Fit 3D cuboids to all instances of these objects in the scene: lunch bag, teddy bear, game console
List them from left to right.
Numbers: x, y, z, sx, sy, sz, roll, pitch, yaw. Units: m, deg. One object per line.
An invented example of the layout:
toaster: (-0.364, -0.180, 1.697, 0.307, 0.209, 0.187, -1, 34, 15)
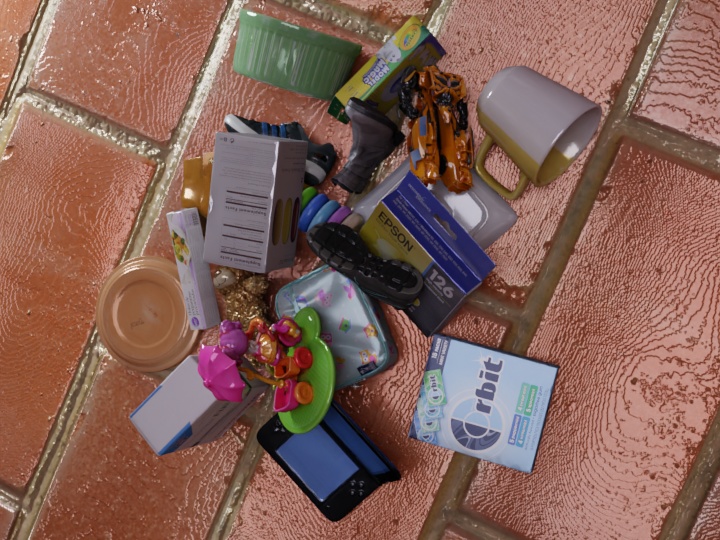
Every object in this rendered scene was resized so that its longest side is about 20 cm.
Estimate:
teddy bear: (-0.189, 0.064, 1.677, 0.067, 0.145, 0.201, -16, 89, -29)
game console: (-0.055, 0.290, 1.617, 0.171, 0.118, 0.200, -43, 88, 10)
lunch bag: (-0.042, 0.096, 1.653, 0.160, 0.077, 0.200, -24, 83, 13)

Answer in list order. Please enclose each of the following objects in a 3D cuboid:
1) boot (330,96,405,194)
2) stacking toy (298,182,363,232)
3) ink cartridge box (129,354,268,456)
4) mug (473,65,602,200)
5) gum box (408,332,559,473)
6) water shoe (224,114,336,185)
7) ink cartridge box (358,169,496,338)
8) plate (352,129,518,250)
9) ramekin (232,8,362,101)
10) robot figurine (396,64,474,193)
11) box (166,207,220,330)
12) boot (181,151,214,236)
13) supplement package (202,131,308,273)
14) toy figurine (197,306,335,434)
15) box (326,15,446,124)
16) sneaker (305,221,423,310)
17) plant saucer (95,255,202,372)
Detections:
boot: (-0.001, -0.182, 1.586, 0.070, 0.200, 0.132, 38, 94, 21)
stacking toy: (-0.096, -0.107, 1.662, 0.200, 0.085, 0.085, 36, 97, 9)
ink cartridge box: (-0.253, 0.209, 1.644, 0.145, 0.200, 0.084, -45, 76, 10)
mug: (0.246, -0.217, 1.555, 0.153, 0.149, 0.187, 42, 91, 20)
gum box: (0.192, 0.205, 1.606, 0.199, 0.045, 0.170, 15, 93, 15)
water shoe: (-0.131, -0.213, 1.699, 0.200, 0.072, 0.079, 32, 72, 12)
ink cartridge box: (0.089, -0.019, 1.579, 0.198, 0.047, 0.200, 49, 145, 12)
plate: (0.114, -0.090, 1.640, 0.200, 0.032, 0.200, -43, 80, 10)
ramekin: (-0.105, -0.336, 1.622, 0.200, 0.200, 0.098, 20, 101, 14)
robot figurine: (0.123, -0.224, 1.581, 0.058, 0.145, 0.201, -14, 76, 50)
box: (-0.276, -0.003, 1.702, 0.039, 0.041, 0.201, -5, 100, 37)
boot: (-0.210, -0.126, 1.703, 0.201, 0.071, 0.145, 3, 93, 20)
supplement package: (-0.161, -0.107, 1.587, 0.109, 0.114, 0.201, 11, 100, 20)
toy figurine: (-0.153, 0.131, 1.525, 0.150, 0.184, 0.201, -26, 56, 46)
box: (0.039, -0.301, 1.620, 0.200, 0.117, 0.048, -42, 76, 11)
sneaker: (0.000, 0.000, 1.581, 0.200, 0.079, 0.075, 32, 61, 10)
plant saucer: (-0.365, 0.074, 1.762, 0.200, 0.032, 0.201, 0, 89, 15)
